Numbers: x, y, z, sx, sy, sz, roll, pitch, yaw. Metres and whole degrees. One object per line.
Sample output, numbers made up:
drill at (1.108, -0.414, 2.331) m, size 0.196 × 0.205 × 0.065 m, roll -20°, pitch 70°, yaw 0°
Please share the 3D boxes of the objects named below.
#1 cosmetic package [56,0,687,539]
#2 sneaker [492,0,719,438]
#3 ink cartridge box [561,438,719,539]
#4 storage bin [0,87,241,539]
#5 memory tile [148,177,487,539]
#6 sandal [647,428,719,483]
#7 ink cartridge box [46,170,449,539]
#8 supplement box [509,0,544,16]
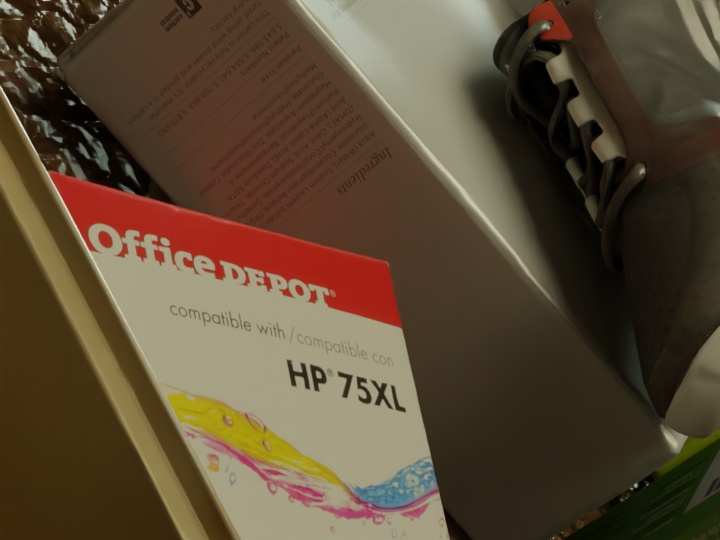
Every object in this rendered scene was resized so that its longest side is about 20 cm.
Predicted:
cosmetic package at (0.021, -0.024, 0.667) m, size 0.200 × 0.081 × 0.113 m, roll 51°, pitch 32°, yaw -4°
sneaker at (0.074, -0.037, 0.629) m, size 0.082 × 0.077 × 0.200 m, roll 12°, pitch 44°, yaw -9°
ink cartridge box at (0.154, 0.141, 0.635) m, size 0.200 × 0.148 × 0.076 m, roll 50°, pitch 32°, yaw -2°
storage bin at (-0.152, 0.011, 0.413) m, size 0.200 × 0.094 × 0.199 m, roll 5°, pitch 47°, yaw -49°
memory tile at (0.000, 0.000, 0.706) m, size 0.153 × 0.017 × 0.200 m, roll 42°, pitch 33°, yaw -16°
sandal at (0.139, 0.084, 0.746) m, size 0.087 × 0.079 × 0.200 m, roll 22°, pitch 45°, yaw -59°
ink cartridge box at (-0.043, 0.052, 0.538) m, size 0.116 × 0.067 × 0.200 m, roll 14°, pitch 53°, yaw -43°
supplement box at (0.065, -0.109, 0.798) m, size 0.200 × 0.101 × 0.103 m, roll 56°, pitch 27°, yaw 15°
